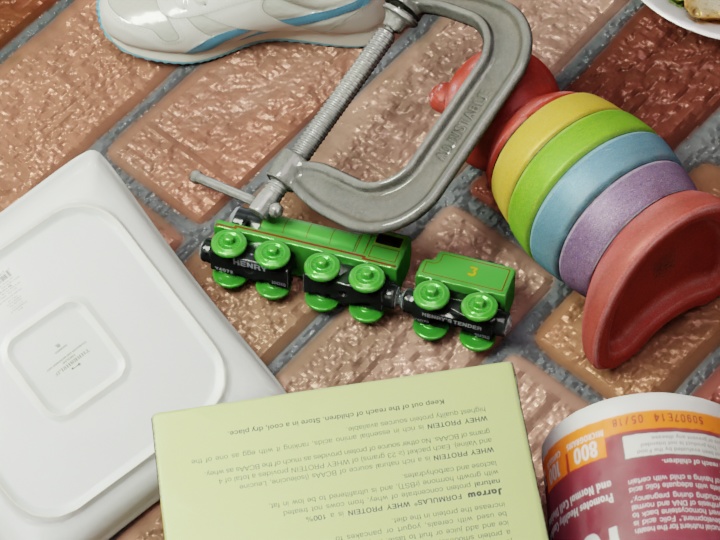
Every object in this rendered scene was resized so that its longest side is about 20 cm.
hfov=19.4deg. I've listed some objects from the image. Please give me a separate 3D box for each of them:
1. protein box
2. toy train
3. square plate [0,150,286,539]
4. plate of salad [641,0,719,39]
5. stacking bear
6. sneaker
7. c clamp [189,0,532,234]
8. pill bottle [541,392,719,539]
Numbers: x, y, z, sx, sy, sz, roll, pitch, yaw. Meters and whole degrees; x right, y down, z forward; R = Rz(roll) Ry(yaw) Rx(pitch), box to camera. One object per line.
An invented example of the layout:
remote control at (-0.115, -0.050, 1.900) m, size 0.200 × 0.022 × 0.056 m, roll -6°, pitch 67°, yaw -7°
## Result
protein box at (0.001, 0.179, 1.125) m, size 0.198 × 0.135 × 0.200 m, roll -8°, pitch 58°, yaw -3°
toy train at (0.000, 0.000, 1.291) m, size 0.200 × 0.042 × 0.056 m, roll 15°, pitch 50°, yaw 12°
square plate at (-0.174, 0.055, 1.232) m, size 0.200 × 0.028 × 0.198 m, roll -36°, pitch 86°, yaw -19°
plate of salad at (0.263, -0.237, 1.414) m, size 0.200 × 0.048 × 0.200 m, roll -2°, pitch 59°, yaw 3°
stacking bear at (0.126, -0.059, 1.283) m, size 0.121 × 0.114 × 0.200 m, roll -33°, pitch 58°, yaw -16°
sneaker at (-0.076, -0.189, 1.384) m, size 0.200 × 0.081 × 0.077 m, roll -6°, pitch 60°, yaw 1°
c clamp at (0.006, -0.102, 1.295) m, size 0.171 × 0.027 × 0.200 m, roll 33°, pitch 79°, yaw 40°
pill bottle at (0.162, 0.177, 1.130) m, size 0.114 × 0.114 × 0.200 m, roll -4°, pitch 58°, yaw 1°
